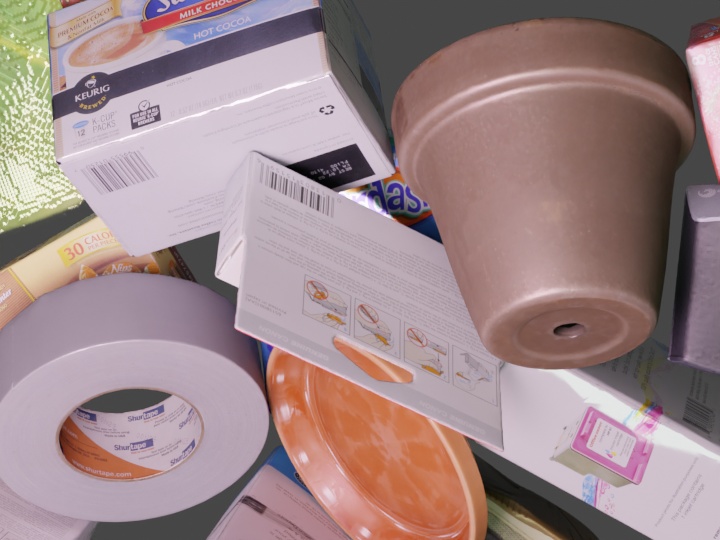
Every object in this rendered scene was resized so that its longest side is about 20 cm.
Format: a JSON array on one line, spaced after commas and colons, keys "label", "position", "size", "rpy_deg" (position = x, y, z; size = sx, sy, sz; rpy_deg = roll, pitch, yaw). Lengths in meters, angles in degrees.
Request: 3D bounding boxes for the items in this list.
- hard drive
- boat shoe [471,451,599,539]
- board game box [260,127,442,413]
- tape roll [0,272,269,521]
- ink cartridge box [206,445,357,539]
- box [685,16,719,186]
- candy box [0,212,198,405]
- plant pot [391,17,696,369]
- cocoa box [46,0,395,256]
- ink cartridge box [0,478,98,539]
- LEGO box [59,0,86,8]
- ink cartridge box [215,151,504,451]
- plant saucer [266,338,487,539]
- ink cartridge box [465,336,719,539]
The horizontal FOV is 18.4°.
[{"label": "hard drive", "position": [0.302, 0.018, 1.431], "size": [0.198, 0.042, 0.136], "rpy_deg": [7, 108, 9]}, {"label": "boat shoe", "position": [0.082, 0.176, 1.608], "size": [0.200, 0.072, 0.066], "rpy_deg": [32, 104, -3]}, {"label": "board game box", "position": [0.000, 0.000, 1.591], "size": [0.151, 0.045, 0.202], "rpy_deg": [-3, 104, 13]}, {"label": "tape roll", "position": [-0.166, 0.093, 1.582], "size": [0.198, 0.066, 0.201], "rpy_deg": [-6, 137, -6]}, {"label": "ink cartridge box", "position": [-0.047, 0.229, 1.581], "size": [0.144, 0.200, 0.084], "rpy_deg": [39, 109, 0]}, {"label": "box", "position": [0.286, -0.074, 1.484], "size": [0.095, 0.100, 0.201], "rpy_deg": [-14, 102, 14]}, {"label": "candy box", "position": [-0.219, 0.039, 1.641], "size": [0.199, 0.055, 0.116], "rpy_deg": [-28, 98, 18]}, {"label": "plant pot", "position": [0.123, -0.038, 1.429], "size": [0.199, 0.200, 0.176], "rpy_deg": [-11, 61, 14]}, {"label": "cocoa box", "position": [-0.095, -0.120, 1.505], "size": [0.199, 0.134, 0.132], "rpy_deg": [-17, 56, 12]}, {"label": "ink cartridge box", "position": [-0.287, 0.177, 1.616], "size": [0.160, 0.200, 0.050], "rpy_deg": [28, 109, 4]}, {"label": "LEGO box", "position": [-0.133, -0.273, 1.528], "size": [0.199, 0.077, 0.150], "rpy_deg": [-20, 100, 16]}, {"label": "ink cartridge box", "position": [0.001, 0.029, 1.428], "size": [0.199, 0.174, 0.044], "rpy_deg": [26, 128, -18]}, {"label": "plant saucer", "position": [0.014, 0.120, 1.535], "size": [0.200, 0.032, 0.201], "rpy_deg": [34, 144, 30]}, {"label": "ink cartridge box", "position": [0.181, 0.102, 1.529], "size": [0.199, 0.145, 0.085], "rpy_deg": [30, 110, 2]}]
